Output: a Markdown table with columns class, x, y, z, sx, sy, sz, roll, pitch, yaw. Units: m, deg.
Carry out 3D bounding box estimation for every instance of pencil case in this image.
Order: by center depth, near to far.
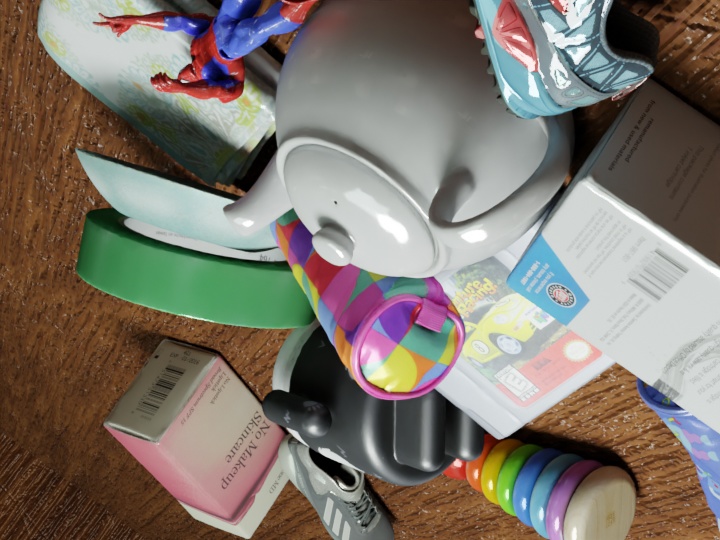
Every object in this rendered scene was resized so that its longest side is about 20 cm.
| class | x | y | z | sx | sy | sz | roll | pitch | yaw |
| --- | --- | --- | --- | --- | --- | --- | --- | --- | --- |
| pencil case | 0.250 | 0.115 | 0.940 | 0.087 | 0.078 | 0.201 | 37 | 167 | 52 |
| pencil case | 0.000 | 0.000 | 0.944 | 0.089 | 0.088 | 0.201 | 55 | -178 | -39 |

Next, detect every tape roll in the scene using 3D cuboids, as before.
| class | x | y | z | sx | sy | sz | roll | pitch | yaw |
| --- | --- | --- | --- | --- | --- | --- | --- | --- | --- |
| tape roll | -0.127 | -0.004 | 1.136 | 0.198 | 0.049 | 0.200 | 13 | -172 | -2 |

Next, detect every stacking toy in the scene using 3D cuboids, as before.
| class | x | y | z | sx | sy | sz | roll | pitch | yaw |
| --- | --- | --- | --- | --- | --- | --- | --- | --- | --- |
| stacking toy | 0.140 | 0.179 | 1.231 | 0.199 | 0.086 | 0.086 | 22 | 155 | 43 |

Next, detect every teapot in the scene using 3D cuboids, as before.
| class | x | y | z | sx | sy | sz | roll | pitch | yaw |
| --- | --- | --- | --- | --- | --- | --- | --- | --- | --- |
| teapot | 0.023 | -0.064 | 0.825 | 0.196 | 0.147 | 0.201 | 30 | 156 | 11 |

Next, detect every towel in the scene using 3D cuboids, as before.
| class | x | y | z | sx | sy | sz | roll | pitch | yaw |
| --- | --- | --- | --- | --- | --- | --- | --- | --- | --- |
| towel | -0.143 | -0.154 | 1.018 | 0.199 | 0.048 | 0.171 | 39 | 155 | -7 |

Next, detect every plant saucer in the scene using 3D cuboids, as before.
| class | x | y | z | sx | sy | sz | roll | pitch | yaw |
| --- | --- | --- | --- | --- | --- | --- | --- | --- | --- |
| plant saucer | -0.128 | -0.048 | 1.085 | 0.198 | 0.039 | 0.201 | 16 | -177 | -1 |

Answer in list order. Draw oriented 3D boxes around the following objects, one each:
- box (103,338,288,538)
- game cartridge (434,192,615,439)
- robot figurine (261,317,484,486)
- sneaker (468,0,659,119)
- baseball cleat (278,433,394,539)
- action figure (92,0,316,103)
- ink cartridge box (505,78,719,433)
| class | x | y | z | sx | sy | sz | roll | pitch | yaw |
| --- | --- | --- | --- | --- | --- | --- | --- | --- | --- |
| box | -0.179 | 0.196 | 1.634 | 0.108 | 0.128 | 0.201 | 10 | 147 | 44 |
| game cartridge | 0.103 | 0.031 | 0.960 | 0.133 | 0.041 | 0.200 | 41 | 137 | -4 |
| robot figurine | 0.014 | 0.102 | 1.133 | 0.199 | 0.126 | 0.150 | 14 | 158 | 50 |
| sneaker | 0.092 | -0.164 | 0.658 | 0.094 | 0.080 | 0.201 | -6 | 137 | 23 |
| baseball cleat | -0.014 | 0.265 | 1.610 | 0.200 | 0.070 | 0.106 | 46 | 156 | -24 |
| action figure | -0.097 | -0.146 | 0.846 | 0.200 | 0.098 | 0.066 | 146 | 114 | -65 |
| ink cartridge box | 0.200 | 0.008 | 0.790 | 0.199 | 0.084 | 0.145 | 35 | 154 | 4 |
